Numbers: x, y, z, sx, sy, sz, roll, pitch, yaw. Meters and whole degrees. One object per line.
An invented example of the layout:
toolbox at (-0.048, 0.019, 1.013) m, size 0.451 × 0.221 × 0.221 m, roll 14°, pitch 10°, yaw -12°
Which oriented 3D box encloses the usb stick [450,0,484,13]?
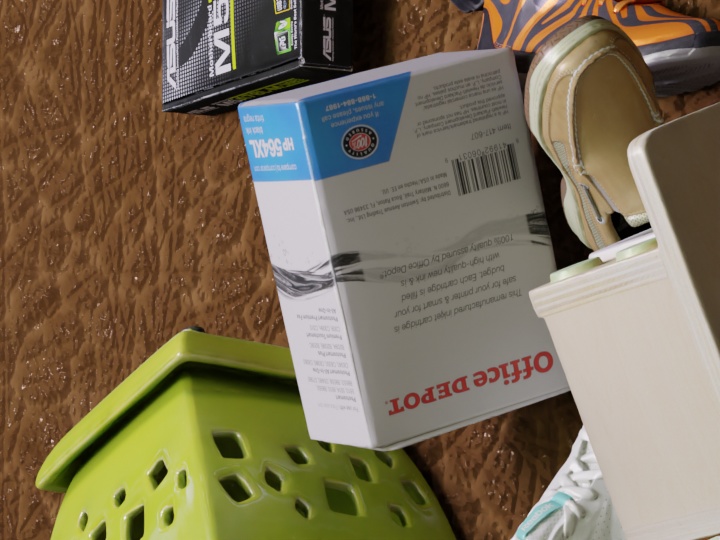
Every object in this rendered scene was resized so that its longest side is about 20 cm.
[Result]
usb stick at (0.112, -0.226, 1.733) m, size 0.056 × 0.033 × 0.200 m, roll 53°, pitch 128°, yaw 9°

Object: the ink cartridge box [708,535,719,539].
ink cartridge box at (0.218, 0.244, 1.473) m, size 0.048 × 0.146 × 0.201 m, roll -26°, pitch 60°, yaw 9°

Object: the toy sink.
toy sink at (0.176, 0.024, 1.512) m, size 0.112 × 0.130 × 0.201 m, roll -19°, pitch 92°, yaw 46°

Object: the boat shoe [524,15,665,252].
boat shoe at (0.143, -0.059, 1.587) m, size 0.072 × 0.200 × 0.076 m, roll -34°, pitch 58°, yaw -3°

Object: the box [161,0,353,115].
box at (-0.069, -0.212, 1.917) m, size 0.193 × 0.047 × 0.201 m, roll -9°, pitch 79°, yaw 57°

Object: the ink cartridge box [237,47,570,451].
ink cartridge box at (0.028, -0.013, 1.676) m, size 0.084 × 0.145 × 0.201 m, roll 2°, pitch 106°, yaw 60°

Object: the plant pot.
plant pot at (-0.077, 0.154, 1.796) m, size 0.200 × 0.198 × 0.182 m, roll -41°, pitch 51°, yaw 39°

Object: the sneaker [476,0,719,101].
sneaker at (0.132, -0.154, 1.670) m, size 0.200 × 0.077 × 0.113 m, roll -2°, pitch 85°, yaw 50°

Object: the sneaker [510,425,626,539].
sneaker at (0.125, 0.133, 1.636) m, size 0.075 × 0.088 × 0.201 m, roll 31°, pitch 108°, yaw 48°
